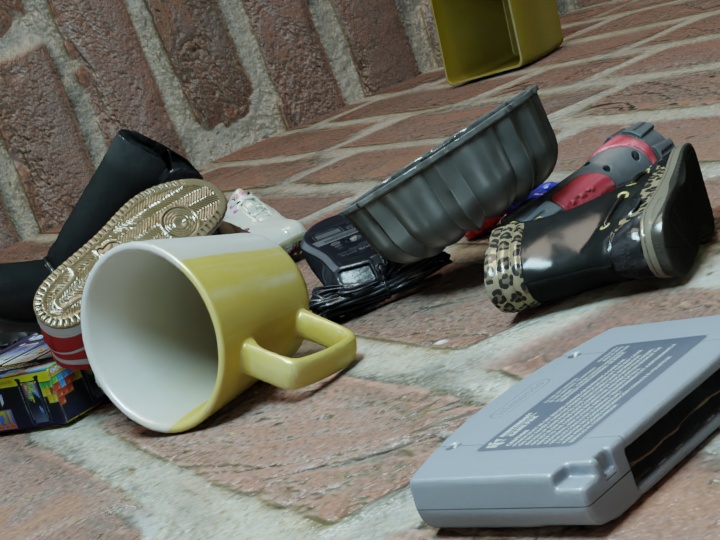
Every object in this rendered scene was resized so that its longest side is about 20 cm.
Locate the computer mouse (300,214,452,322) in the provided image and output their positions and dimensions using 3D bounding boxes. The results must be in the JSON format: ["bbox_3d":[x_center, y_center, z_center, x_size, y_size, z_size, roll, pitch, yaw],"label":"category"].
[{"bbox_3d":[0.000,0.000,1.463,0.138,0.053,0.200,-20,22,-8],"label":"computer mouse"}]

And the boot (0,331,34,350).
[{"bbox_3d":[-0.357,0.068,1.736,0.162,0.074,0.198,-22,17,8],"label":"boot"}]

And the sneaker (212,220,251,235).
[{"bbox_3d":[-0.176,0.009,1.462,0.199,0.071,0.075,-17,-20,33],"label":"sneaker"}]

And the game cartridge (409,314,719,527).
[{"bbox_3d":[0.123,0.079,0.836,0.133,0.042,0.200,-16,11,47],"label":"game cartridge"}]

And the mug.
[{"bbox_3d":[-0.107,0.050,1.259,0.153,0.187,0.150,-20,-27,-52],"label":"mug"}]

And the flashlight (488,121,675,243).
[{"bbox_3d":[0.198,-0.062,1.352,0.200,0.068,0.068,-35,-16,-42],"label":"flashlight"}]

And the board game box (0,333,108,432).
[{"bbox_3d":[-0.290,0.097,1.499,0.199,0.057,0.165,-11,12,42],"label":"board game box"}]

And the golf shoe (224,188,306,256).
[{"bbox_3d":[-0.129,-0.049,1.836,0.072,0.093,0.200,-25,12,-30],"label":"golf shoe"}]

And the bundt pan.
[{"bbox_3d":[0.083,-0.072,1.344,0.201,0.076,0.202,-32,4,2],"label":"bundt pan"}]

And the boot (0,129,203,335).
[{"bbox_3d":[-0.250,-0.036,1.377,0.200,0.066,0.165,-49,-29,17],"label":"boot"}]

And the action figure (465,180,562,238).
[{"bbox_3d":[0.158,-0.069,1.505,0.199,0.052,0.065,-17,14,33],"label":"action figure"}]

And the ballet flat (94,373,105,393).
[{"bbox_3d":[-0.162,0.077,1.372,0.072,0.072,0.200,-12,11,39],"label":"ballet flat"}]

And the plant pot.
[{"bbox_3d":[0.276,-0.480,3.031,0.176,0.201,0.199,-14,3,-42],"label":"plant pot"}]

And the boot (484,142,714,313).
[{"bbox_3d":[0.184,-0.031,1.192,0.150,0.073,0.200,-16,17,25],"label":"boot"}]

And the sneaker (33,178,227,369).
[{"bbox_3d":[-0.198,0.007,1.371,0.200,0.071,0.113,-39,-21,-24],"label":"sneaker"}]
